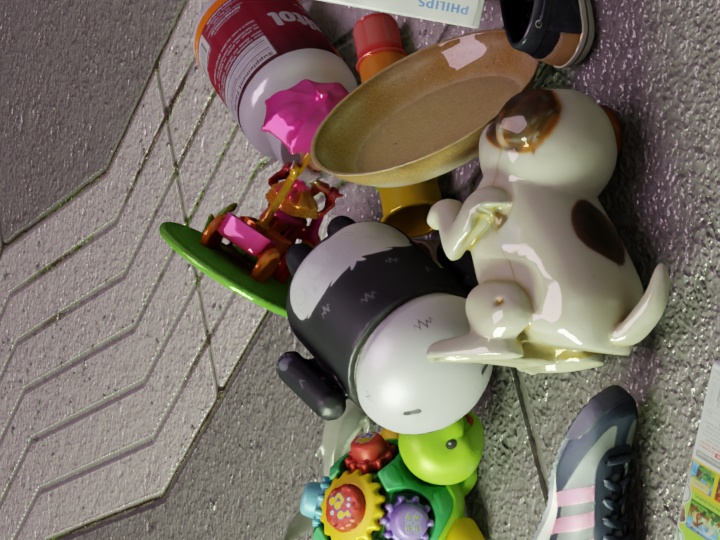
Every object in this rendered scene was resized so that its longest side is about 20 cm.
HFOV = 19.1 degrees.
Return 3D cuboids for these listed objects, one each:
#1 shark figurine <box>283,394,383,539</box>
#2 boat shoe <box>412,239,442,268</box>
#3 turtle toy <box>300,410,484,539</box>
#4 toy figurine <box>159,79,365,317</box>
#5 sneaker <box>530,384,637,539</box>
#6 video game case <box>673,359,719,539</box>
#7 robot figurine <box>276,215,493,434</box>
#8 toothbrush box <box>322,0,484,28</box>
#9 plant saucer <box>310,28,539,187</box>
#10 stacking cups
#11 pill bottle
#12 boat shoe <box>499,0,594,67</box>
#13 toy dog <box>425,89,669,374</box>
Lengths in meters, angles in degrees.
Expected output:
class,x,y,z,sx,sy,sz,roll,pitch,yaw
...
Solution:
class,x,y,z,sx,sy,sz,roll,pitch,yaw
shark figurine,-0.021,0.130,1.865,0.215,0.089,0.128,-61,38,35
boat shoe,0.000,0.000,1.848,0.200,0.072,0.072,5,92,60
turtle toy,0.029,0.184,1.732,0.200,0.101,0.146,-45,54,19
toy figurine,-0.052,-0.073,1.814,0.150,0.200,0.184,34,98,15
sneaker,0.176,0.182,1.547,0.082,0.070,0.200,33,121,38
video game case,0.279,0.175,1.395,0.200,0.023,0.182,31,115,56
robot figurine,0.020,0.042,1.678,0.200,0.125,0.150,46,114,42
toothbrush box,0.021,-0.259,1.691,0.200,0.145,0.086,-98,19,-72
plant saucer,0.057,-0.121,1.687,0.200,0.200,0.035,23,146,59
stacking cups,0.027,-0.126,1.828,0.061,0.060,0.200,-50,45,47
pill bottle,-0.070,-0.172,1.945,0.200,0.113,0.113,56,134,45
boat shoe,0.129,-0.250,1.652,0.075,0.062,0.200,-44,50,53
toy dog,0.133,-0.034,1.555,0.194,0.139,0.201,-15,73,55
